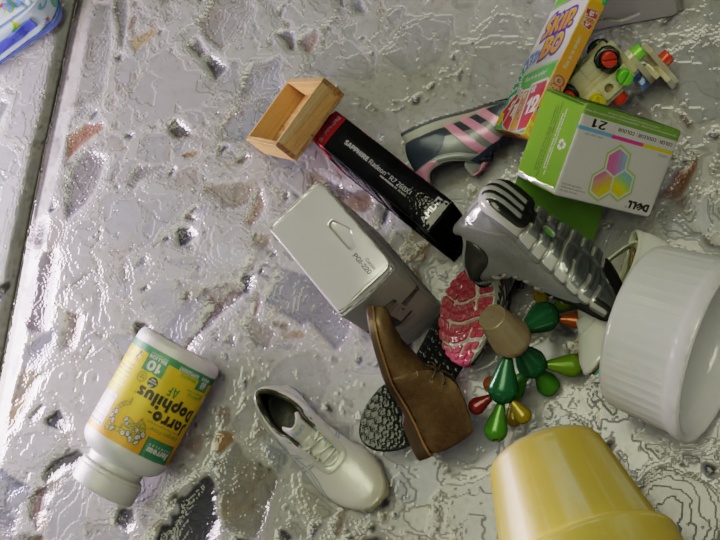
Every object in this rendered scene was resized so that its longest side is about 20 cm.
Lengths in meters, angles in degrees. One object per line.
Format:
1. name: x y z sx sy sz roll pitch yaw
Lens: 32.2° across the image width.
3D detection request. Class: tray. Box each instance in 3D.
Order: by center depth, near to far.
1. tray: -0.083 -0.188 1.546 0.037 0.200 0.099 36 88 -18

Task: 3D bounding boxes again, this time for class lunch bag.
1. lunch bag: -0.541 -0.378 1.814 0.200 0.082 0.161 -35 65 7

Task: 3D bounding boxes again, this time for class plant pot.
1. plant pot: 0.224 0.273 1.296 0.200 0.201 0.190 -26 51 11

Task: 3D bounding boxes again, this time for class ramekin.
1. ramekin: 0.331 0.071 1.310 0.097 0.200 0.201 19 81 32

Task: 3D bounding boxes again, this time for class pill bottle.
1. pill bottle: -0.268 0.181 1.531 0.112 0.113 0.201 27 84 24

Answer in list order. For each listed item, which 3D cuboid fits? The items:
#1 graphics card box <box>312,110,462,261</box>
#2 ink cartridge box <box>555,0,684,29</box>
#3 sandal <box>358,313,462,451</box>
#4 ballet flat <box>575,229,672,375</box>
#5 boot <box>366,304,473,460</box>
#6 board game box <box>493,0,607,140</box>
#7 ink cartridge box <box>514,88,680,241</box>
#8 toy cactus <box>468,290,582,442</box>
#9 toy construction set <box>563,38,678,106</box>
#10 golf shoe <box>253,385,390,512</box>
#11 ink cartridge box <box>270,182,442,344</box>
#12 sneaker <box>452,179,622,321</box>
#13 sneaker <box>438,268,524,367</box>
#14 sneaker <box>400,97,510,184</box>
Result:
1. graphics card box: 0.041 -0.101 1.500 0.200 0.125 0.051 41 90 26
2. ink cartridge box: 0.307 -0.407 1.520 0.145 0.084 0.201 -9 71 17
3. sandal: 0.074 0.135 1.462 0.075 0.048 0.201 37 74 11
4. ballet flat: 0.278 0.030 1.376 0.069 0.070 0.200 25 58 24
5. boot: 0.063 0.113 1.363 0.075 0.201 0.074 -20 27 11
6. board game box: 0.221 -0.244 1.425 0.030 0.096 0.201 28 92 -17
7. ink cartridge box: 0.246 -0.082 1.374 0.076 0.147 0.201 35 111 54
8. toy cactus: 0.177 0.085 1.383 0.200 0.165 0.102 -50 45 -5
9. toy construction set: 0.285 -0.190 1.446 0.131 0.092 0.200 42 90 -20
10. golf shoe: -0.055 0.207 1.457 0.200 0.097 0.078 37 87 23
11. ink cartridge box: 0.000 0.000 1.442 0.085 0.200 0.146 -42 65 3
12. sneaker: 0.182 -0.002 1.338 0.200 0.075 0.115 42 133 -5
13. sneaker: 0.154 0.018 1.445 0.080 0.075 0.201 9 76 50
14. sneaker: 0.154 -0.160 1.521 0.199 0.070 0.082 -16 90 14
